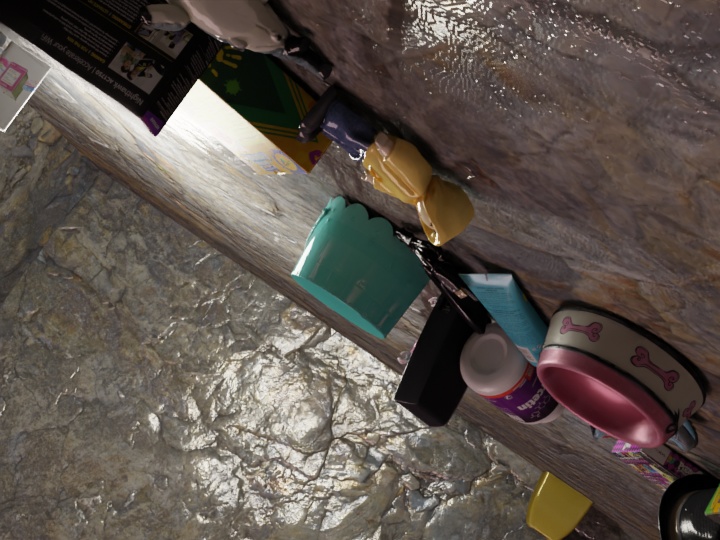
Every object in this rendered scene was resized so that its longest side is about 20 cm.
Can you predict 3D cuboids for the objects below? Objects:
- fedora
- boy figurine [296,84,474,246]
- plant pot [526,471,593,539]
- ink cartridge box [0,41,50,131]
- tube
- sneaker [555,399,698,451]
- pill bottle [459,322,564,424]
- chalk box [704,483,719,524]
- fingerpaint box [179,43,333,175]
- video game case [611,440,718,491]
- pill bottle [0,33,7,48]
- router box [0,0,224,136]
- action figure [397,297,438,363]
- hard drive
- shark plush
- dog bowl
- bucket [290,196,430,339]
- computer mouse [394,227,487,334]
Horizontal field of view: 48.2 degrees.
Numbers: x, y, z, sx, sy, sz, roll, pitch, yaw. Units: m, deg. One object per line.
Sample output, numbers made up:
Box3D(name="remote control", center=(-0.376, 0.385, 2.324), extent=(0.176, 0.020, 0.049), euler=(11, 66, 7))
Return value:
Box3D(name="fedora", center=(0.542, 0.382, 1.194), extent=(0.199, 0.201, 0.092), euler=(34, 140, 3))
Box3D(name="boy figurine", center=(0.028, -0.103, 0.837), extent=(0.199, 0.065, 0.124), euler=(39, 168, -5))
Box3D(name="plant pot", center=(0.712, 0.884, 2.964), extent=(0.194, 0.201, 0.194), euler=(31, 170, 14))
Box3D(name="ink cartridge box", center=(-0.682, -0.376, 1.576), extent=(0.084, 0.201, 0.144), euler=(39, 170, -29))
Box3D(name="tube", center=(0.208, 0.061, 1.079), extent=(0.077, 0.051, 0.200), euler=(-5, 144, 36))
Box3D(name="sneaker", center=(0.349, 0.193, 1.079), extent=(0.199, 0.096, 0.079), euler=(32, 171, 16))
Box3D(name="pill bottle", center=(0.245, 0.167, 1.247), extent=(0.112, 0.113, 0.199), euler=(25, 171, 47))
Box3D(name="chalk box", center=(0.450, 0.232, 0.832), extent=(0.124, 0.125, 0.200), euler=(31, 171, 18))
Box3D(name="fingerpaint box", center=(-0.131, -0.190, 0.934), extent=(0.166, 0.074, 0.200), euler=(40, 170, -21))
Box3D(name="video game case", center=(0.541, 0.354, 1.392), extent=(0.180, 0.036, 0.200), euler=(34, 171, 11))
Box3D(name="pill bottle", center=(-0.773, -0.504, 1.544), extent=(0.108, 0.110, 0.200), euler=(30, 170, 26))
Box3D(name="router box", center=(-0.241, -0.249, 0.790), extent=(0.199, 0.150, 0.051), euler=(34, 170, 9))
Box3D(name="action figure", center=(0.151, 0.137, 1.398), extent=(0.148, 0.135, 0.200), euler=(34, 174, -1))
Box3D(name="hard drive", center=(0.133, 0.134, 1.237), extent=(0.042, 0.202, 0.135), euler=(14, 161, 40))
Box3D(name="shark plush", center=(-0.107, -0.243, 0.729), extent=(0.197, 0.092, 0.083), euler=(16, -163, -19))
Box3D(name="dog bowl", center=(0.297, 0.132, 0.954), extent=(0.199, 0.074, 0.201), euler=(34, 163, 12))
Box3D(name="bucket", center=(0.000, 0.000, 1.233), extent=(0.206, 0.136, 0.207), euler=(34, 171, 6))
Box3D(name="computer mouse", center=(0.133, 0.016, 1.102), extent=(0.200, 0.046, 0.140), euler=(49, 179, -20))
